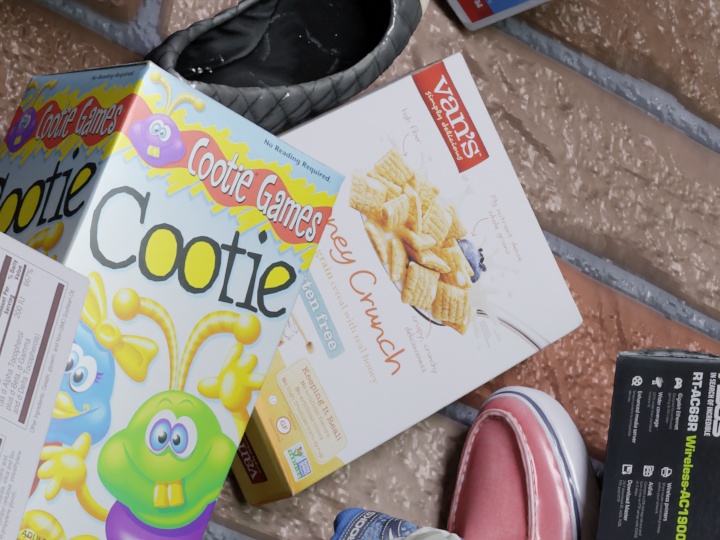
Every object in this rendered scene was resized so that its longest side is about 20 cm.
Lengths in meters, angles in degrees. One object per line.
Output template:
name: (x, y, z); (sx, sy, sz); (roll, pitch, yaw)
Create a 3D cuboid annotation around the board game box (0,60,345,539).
board game box: (-0.105, 0.031, 1.146); (0.105, 0.103, 0.201); (29, 74, -29)

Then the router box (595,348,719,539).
router box: (0.146, 0.156, 1.324); (0.150, 0.062, 0.201); (62, 34, -63)

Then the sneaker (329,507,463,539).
sneaker: (-0.035, 0.182, 1.222); (0.200, 0.085, 0.077); (-46, 135, -16)

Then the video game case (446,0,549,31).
video game case: (0.096, -0.199, 1.323); (0.143, 0.199, 0.017); (54, 35, -25)

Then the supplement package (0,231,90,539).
supplement package: (-0.207, 0.082, 1.042); (0.111, 0.155, 0.201); (30, 62, -31)

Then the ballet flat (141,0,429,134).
ballet flat: (-0.027, -0.103, 1.294); (0.067, 0.057, 0.200); (49, 50, 4)

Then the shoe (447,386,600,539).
shoe: (0.054, 0.150, 1.295); (0.091, 0.071, 0.201); (6, 80, -44)

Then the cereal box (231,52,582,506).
cereal box: (0.000, 0.000, 1.307); (0.200, 0.039, 0.144); (-29, 96, -39)
